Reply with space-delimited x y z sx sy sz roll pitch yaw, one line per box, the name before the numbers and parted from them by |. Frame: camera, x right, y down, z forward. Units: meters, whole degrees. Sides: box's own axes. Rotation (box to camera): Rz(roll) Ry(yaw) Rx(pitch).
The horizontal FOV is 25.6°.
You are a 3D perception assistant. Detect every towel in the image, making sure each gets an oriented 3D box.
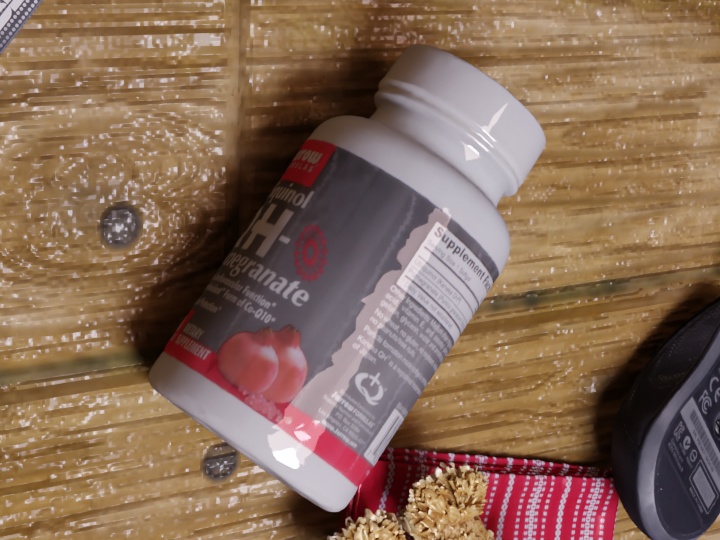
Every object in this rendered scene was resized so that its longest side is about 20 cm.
towel | 0.065 0.174 0.865 0.199 0.022 0.146 9 86 -36

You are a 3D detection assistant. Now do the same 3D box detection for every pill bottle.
pill bottle | 0.000 0.000 0.734 0.111 0.110 0.201 40 79 -35

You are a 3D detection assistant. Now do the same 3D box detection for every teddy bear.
teddy bear | 0.050 0.195 0.800 0.144 0.067 0.202 -12 101 -34

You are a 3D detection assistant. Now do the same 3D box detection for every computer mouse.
computer mouse | 0.201 0.079 0.932 0.200 0.052 0.139 -45 122 -33

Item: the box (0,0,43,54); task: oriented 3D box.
box | -0.233 -0.090 0.590 0.160 0.044 0.201 44 78 -34
